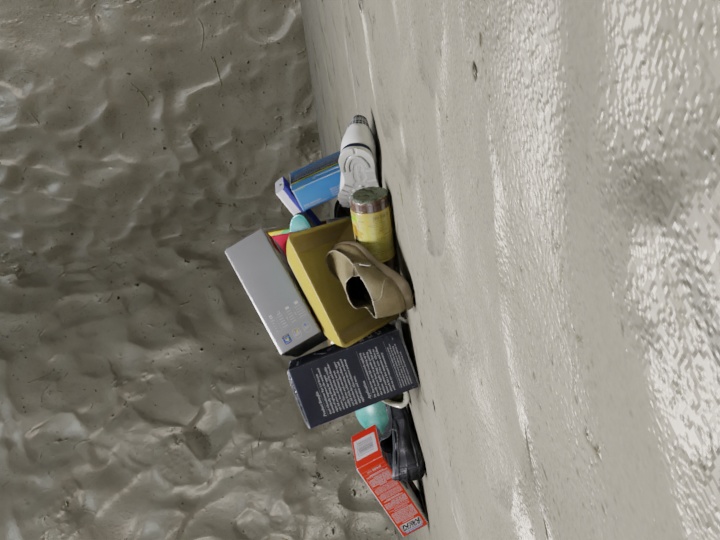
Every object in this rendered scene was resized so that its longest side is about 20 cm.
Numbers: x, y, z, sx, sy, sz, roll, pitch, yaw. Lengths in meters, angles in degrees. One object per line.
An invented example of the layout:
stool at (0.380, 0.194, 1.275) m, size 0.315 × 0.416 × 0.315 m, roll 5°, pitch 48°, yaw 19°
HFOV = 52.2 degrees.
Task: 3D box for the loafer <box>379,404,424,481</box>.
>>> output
loafer at (0.070, 0.323, 1.422) m, size 0.201 × 0.070 × 0.068 m, roll -107°, pitch 9°, yaw -55°

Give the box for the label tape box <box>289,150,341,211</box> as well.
label tape box at (-0.059, -0.173, 1.411) m, size 0.200 × 0.143 × 0.066 m, roll -111°, pitch -3°, yaw -71°

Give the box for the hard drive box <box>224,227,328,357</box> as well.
hard drive box at (-0.138, 0.043, 1.260) m, size 0.200 × 0.077 × 0.156 m, roll 59°, pitch 180°, yaw 9°

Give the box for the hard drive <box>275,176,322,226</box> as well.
hard drive at (-0.102, -0.099, 1.513) m, size 0.200 × 0.025 × 0.132 m, roll 51°, pitch -175°, yaw -18°

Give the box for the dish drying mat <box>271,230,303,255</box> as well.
dish drying mat at (-0.127, -0.032, 1.359) m, size 0.200 × 0.018 × 0.077 m, roll -3°, pitch 101°, yaw 63°

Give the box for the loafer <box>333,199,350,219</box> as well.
loafer at (0.000, -0.061, 1.529) m, size 0.070 × 0.075 × 0.201 m, roll -179°, pitch 69°, yaw -81°

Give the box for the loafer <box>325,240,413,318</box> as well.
loafer at (-0.001, 0.012, 1.120) m, size 0.200 × 0.067 × 0.076 m, roll 29°, pitch 137°, yaw 50°

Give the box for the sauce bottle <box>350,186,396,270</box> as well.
sauce bottle at (0.025, -0.032, 1.180) m, size 0.065 × 0.064 × 0.201 m, roll -107°, pitch 8°, yaw -62°

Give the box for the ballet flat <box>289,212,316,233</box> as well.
ballet flat at (-0.081, -0.012, 1.381) m, size 0.073 × 0.073 × 0.201 m, roll 114°, pitch 140°, yaw -84°

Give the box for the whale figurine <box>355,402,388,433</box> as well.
whale figurine at (0.041, 0.313, 1.629) m, size 0.200 × 0.103 × 0.160 m, roll 86°, pitch 172°, yaw -64°

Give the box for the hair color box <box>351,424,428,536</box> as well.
hair color box at (0.059, 0.426, 1.492) m, size 0.200 × 0.064 × 0.111 m, roll 60°, pitch -175°, yaw -23°

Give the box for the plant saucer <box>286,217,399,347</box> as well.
plant saucer at (-0.037, 0.021, 1.241) m, size 0.200 × 0.048 × 0.201 m, roll -22°, pitch -95°, yaw -57°

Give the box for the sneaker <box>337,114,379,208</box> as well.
sneaker at (0.000, -0.173, 1.239) m, size 0.200 × 0.076 × 0.081 m, roll 96°, pitch 175°, yaw -63°

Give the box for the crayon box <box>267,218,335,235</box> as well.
crayon box at (-0.112, -0.084, 1.719) m, size 0.200 × 0.172 × 0.059 m, roll -18°, pitch -81°, yaw -60°

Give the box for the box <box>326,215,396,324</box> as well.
box at (0.000, 0.000, 1.417) m, size 0.124 × 0.097 × 0.201 m, roll -116°, pitch 16°, yaw -76°

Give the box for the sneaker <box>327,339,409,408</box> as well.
sneaker at (0.024, 0.190, 1.400) m, size 0.200 × 0.067 × 0.090 m, roll 46°, pitch 176°, yaw -21°

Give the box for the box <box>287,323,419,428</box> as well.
box at (-0.016, 0.175, 1.254) m, size 0.148 × 0.199 × 0.105 m, roll 175°, pitch 74°, yaw -87°
